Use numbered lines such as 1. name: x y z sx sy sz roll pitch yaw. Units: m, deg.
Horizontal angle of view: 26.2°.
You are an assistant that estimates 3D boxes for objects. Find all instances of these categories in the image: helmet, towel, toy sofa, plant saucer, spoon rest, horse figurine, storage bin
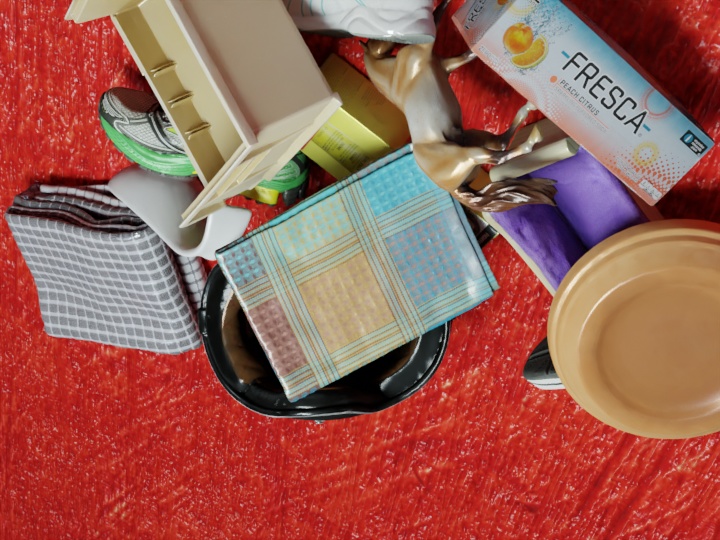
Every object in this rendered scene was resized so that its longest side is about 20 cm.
1. helmet: -0.023 0.038 1.360 0.199 0.190 0.202 12 107 42
2. towel: 0.000 0.000 1.248 0.148 0.199 0.022 63 174 -14
3. towel: -0.254 -0.003 1.556 0.198 0.086 0.167 7 134 29
4. toy sofa: 0.191 -0.024 1.224 0.082 0.098 0.200 -19 120 43
5. plant saucer: 0.245 0.055 1.208 0.198 0.038 0.202 3 121 5
6. spoon rest: -0.163 -0.054 1.397 0.099 0.061 0.200 10 -170 -31
7. horse figurine: 0.073 -0.123 1.173 0.132 0.050 0.202 -33 74 36
8. storage bin: -0.131 -0.164 1.216 0.201 0.093 0.198 60 151 4

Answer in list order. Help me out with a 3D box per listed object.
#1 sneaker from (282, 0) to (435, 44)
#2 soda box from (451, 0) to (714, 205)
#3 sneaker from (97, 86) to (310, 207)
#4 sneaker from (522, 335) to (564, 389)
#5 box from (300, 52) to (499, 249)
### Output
1. sneaker: -0.015 -0.218 1.188 0.199 0.070 0.081 11 100 44
2. soda box: 0.159 -0.135 1.100 0.199 0.064 0.068 36 108 -28
3. sneaker: -0.135 -0.129 1.361 0.198 0.078 0.086 15 133 6
4. sneaker: 0.241 0.097 1.336 0.199 0.076 0.116 -16 120 40
5. box: 0.030 -0.090 1.298 0.199 0.050 0.075 39 139 -7
